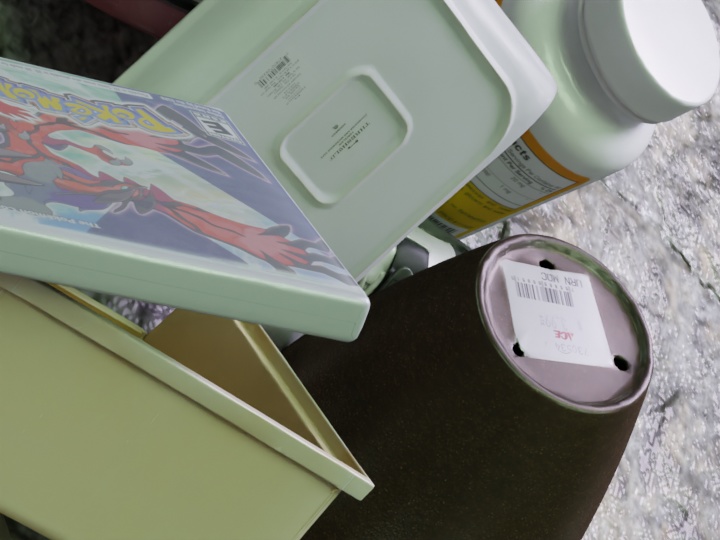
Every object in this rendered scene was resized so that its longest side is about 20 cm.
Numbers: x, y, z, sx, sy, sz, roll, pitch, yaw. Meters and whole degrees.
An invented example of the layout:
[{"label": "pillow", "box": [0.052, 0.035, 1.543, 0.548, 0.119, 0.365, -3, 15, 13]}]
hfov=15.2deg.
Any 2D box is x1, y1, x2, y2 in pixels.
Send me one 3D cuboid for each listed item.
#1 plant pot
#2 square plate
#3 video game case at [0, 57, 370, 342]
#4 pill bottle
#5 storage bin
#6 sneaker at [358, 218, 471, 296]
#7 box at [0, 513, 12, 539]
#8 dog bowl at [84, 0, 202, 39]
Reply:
[{"label": "plant pot", "box": [0.041, 0.075, 1.236, 0.186, 0.200, 0.187, 19, 48, -22]}, {"label": "square plate", "box": [-0.015, -0.066, 1.232, 0.028, 0.200, 0.198, 47, -1, 41]}, {"label": "video game case", "box": [-0.114, -0.039, 1.051, 0.199, 0.023, 0.182, 13, 22, -29]}, {"label": "pill bottle", "box": [0.084, -0.090, 1.408, 0.111, 0.200, 0.111, 25, 54, -40]}, {"label": "storage bin", "box": [-0.126, 0.031, 1.118, 0.200, 0.094, 0.199, 33, 11, -35]}, {"label": "sneaker", "box": [0.000, 0.000, 1.373, 0.200, 0.074, 0.089, 48, 41, -8]}, {"label": "box", "box": [-0.223, 0.144, 1.032, 0.200, 0.078, 0.095, -13, 82, -51]}, {"label": "dog bowl", "box": [-0.061, -0.145, 1.292, 0.200, 0.200, 0.074, 15, 104, -45]}]
